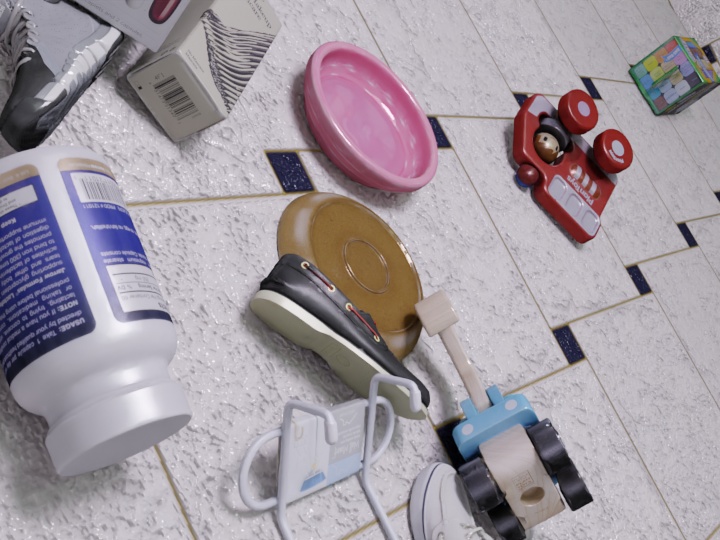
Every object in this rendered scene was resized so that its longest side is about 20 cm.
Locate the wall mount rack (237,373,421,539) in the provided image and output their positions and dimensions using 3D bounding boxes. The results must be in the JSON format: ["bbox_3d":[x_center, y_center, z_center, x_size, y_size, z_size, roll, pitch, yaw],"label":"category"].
[{"bbox_3d":[-0.010,0.182,0.769,0.199,0.074,0.176,-9,106,-51],"label":"wall mount rack"}]

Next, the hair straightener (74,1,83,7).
[{"bbox_3d":[-0.262,-0.267,0.878,0.199,0.041,0.078,22,46,-44],"label":"hair straightener"}]

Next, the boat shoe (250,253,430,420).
[{"bbox_3d":[-0.007,0.064,0.855,0.201,0.074,0.063,40,59,-14],"label":"boat shoe"}]

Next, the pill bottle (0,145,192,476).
[{"bbox_3d":[-0.193,0.027,0.637,0.115,0.115,0.202,-6,66,-51],"label":"pill bottle"}]

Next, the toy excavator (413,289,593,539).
[{"bbox_3d":[0.124,0.140,0.932,0.195,0.099,0.201,58,4,-35],"label":"toy excavator"}]

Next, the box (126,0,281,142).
[{"bbox_3d":[-0.148,-0.218,0.923,0.082,0.068,0.201,55,32,-29],"label":"box"}]

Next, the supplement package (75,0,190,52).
[{"bbox_3d":[-0.227,-0.320,0.819,0.199,0.111,0.157,30,33,-24],"label":"supplement package"}]

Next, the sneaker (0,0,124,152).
[{"bbox_3d":[-0.277,-0.177,0.759,0.115,0.075,0.201,36,28,-16],"label":"sneaker"}]

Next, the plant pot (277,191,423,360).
[{"bbox_3d":[0.000,0.000,0.965,0.199,0.027,0.202,29,43,-31],"label":"plant pot"}]

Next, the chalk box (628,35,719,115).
[{"bbox_3d":[0.674,-0.420,2.020,0.199,0.124,0.125,-14,72,-54],"label":"chalk box"}]

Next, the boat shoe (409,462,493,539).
[{"bbox_3d":[0.088,0.255,0.819,0.072,0.066,0.201,36,38,-28],"label":"boat shoe"}]

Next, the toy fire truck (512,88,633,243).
[{"bbox_3d":[0.303,-0.160,1.397,0.200,0.112,0.169,43,55,-14],"label":"toy fire truck"}]

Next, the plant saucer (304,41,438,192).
[{"bbox_3d":[0.006,-0.173,1.095,0.200,0.051,0.202,30,43,-32],"label":"plant saucer"}]
